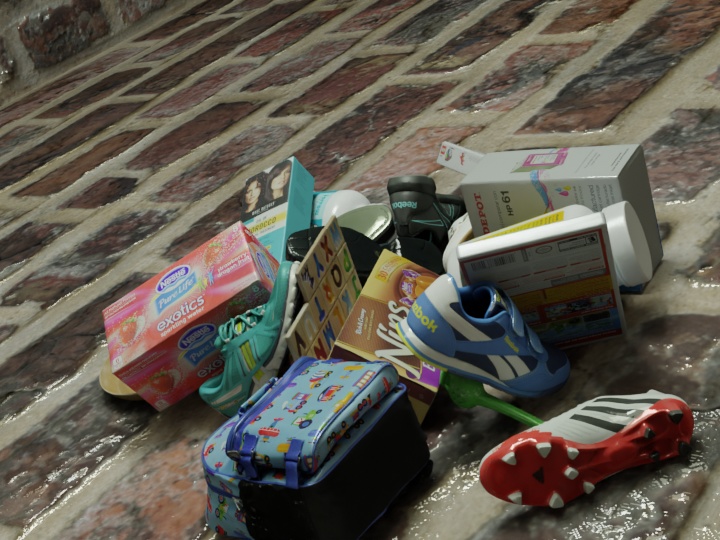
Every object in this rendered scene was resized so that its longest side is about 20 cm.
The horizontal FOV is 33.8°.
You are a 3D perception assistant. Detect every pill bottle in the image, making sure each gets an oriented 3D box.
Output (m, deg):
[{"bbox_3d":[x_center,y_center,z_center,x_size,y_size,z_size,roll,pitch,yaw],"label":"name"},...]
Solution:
[{"bbox_3d":[0.200,-0.001,1.250,0.197,0.114,0.113,-19,21,25],"label":"pill bottle"},{"bbox_3d":[-0.052,-0.049,1.567,0.197,0.112,0.111,-2,28,33],"label":"pill bottle"}]

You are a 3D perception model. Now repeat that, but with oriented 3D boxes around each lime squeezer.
[{"bbox_3d":[0.107,0.097,1.160,0.070,0.038,0.200,-18,39,-19],"label":"lime squeezer"}]

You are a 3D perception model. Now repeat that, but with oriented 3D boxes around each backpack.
[{"bbox_3d":[-0.060,0.168,1.091,0.198,0.136,0.182,1,29,42],"label":"backpack"}]

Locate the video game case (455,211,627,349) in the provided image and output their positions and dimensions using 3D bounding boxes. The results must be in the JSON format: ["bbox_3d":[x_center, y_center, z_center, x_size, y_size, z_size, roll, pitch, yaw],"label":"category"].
[{"bbox_3d":[0.182,0.022,1.164,0.140,0.201,0.018,-13,53,10],"label":"video game case"}]

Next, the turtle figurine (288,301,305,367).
[{"bbox_3d":[-0.058,0.066,1.385,0.197,0.065,0.161,-24,25,-12],"label":"turtle figurine"}]

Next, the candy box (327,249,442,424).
[{"bbox_3d":[0.042,0.068,1.256,0.115,0.057,0.201,26,32,3],"label":"candy box"}]

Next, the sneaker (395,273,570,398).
[{"bbox_3d":[0.131,0.062,1.123,0.198,0.083,0.074,18,20,-31],"label":"sneaker"}]

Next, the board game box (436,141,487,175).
[{"bbox_3d":[0.200,-0.123,1.559,0.124,0.035,0.200,13,10,-28],"label":"board game box"}]

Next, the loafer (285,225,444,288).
[{"bbox_3d":[0.000,0.000,1.393,0.197,0.073,0.074,10,47,-20],"label":"loafer"}]

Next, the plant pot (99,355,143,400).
[{"bbox_3d":[-0.229,0.099,1.464,0.197,0.028,0.201,-22,25,11],"label":"plant pot"}]

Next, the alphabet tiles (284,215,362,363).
[{"bbox_3d":[-0.029,0.060,1.251,0.007,0.169,0.201,-10,25,22],"label":"alphabet tiles"}]

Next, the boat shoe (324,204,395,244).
[{"bbox_3d":[-0.037,-0.008,1.471,0.199,0.061,0.072,-32,42,10],"label":"boat shoe"}]

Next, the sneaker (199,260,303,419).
[{"bbox_3d":[-0.113,0.076,1.251,0.079,0.202,0.078,24,24,-4],"label":"sneaker"}]

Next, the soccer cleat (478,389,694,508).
[{"bbox_3d":[0.194,0.151,1.035,0.197,0.070,0.085,-17,15,-6],"label":"soccer cleat"}]

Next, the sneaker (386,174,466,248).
[{"bbox_3d":[0.082,-0.063,1.498,0.074,0.081,0.199,-6,-11,24],"label":"sneaker"}]

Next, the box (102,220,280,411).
[{"bbox_3d":[-0.181,0.052,1.330,0.198,0.095,0.103,-31,46,10],"label":"box"}]

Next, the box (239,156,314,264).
[{"bbox_3d":[-0.108,-0.045,1.471,0.081,0.049,0.202,-23,42,26],"label":"box"}]

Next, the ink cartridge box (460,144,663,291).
[{"bbox_3d":[0.227,-0.057,1.345,0.197,0.147,0.085,1,31,36],"label":"ink cartridge box"}]

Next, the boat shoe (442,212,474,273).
[{"bbox_3d":[0.140,-0.036,1.462,0.068,0.072,0.200,-3,19,31],"label":"boat shoe"}]
